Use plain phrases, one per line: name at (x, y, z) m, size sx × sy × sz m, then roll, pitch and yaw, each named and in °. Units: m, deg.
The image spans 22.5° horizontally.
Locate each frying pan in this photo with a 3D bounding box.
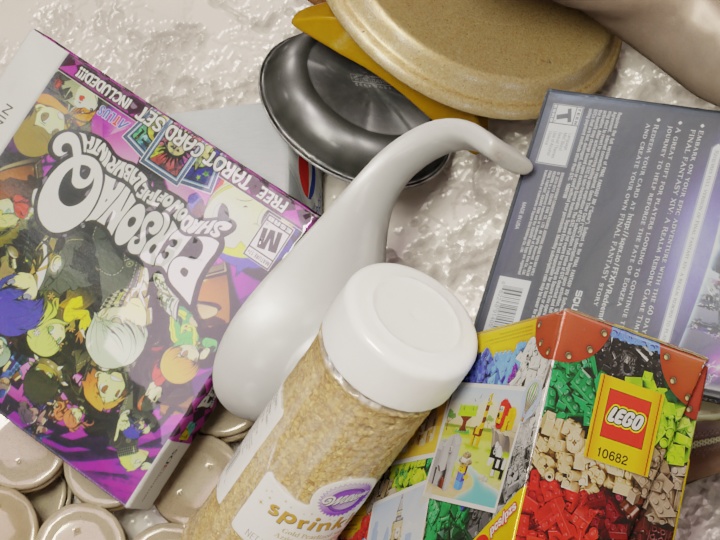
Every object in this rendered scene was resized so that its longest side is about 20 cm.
frying pan at (0.006, -0.119, 1.011) m, size 0.115 × 0.031 × 0.190 m, roll 22°, pitch 46°, yaw -10°

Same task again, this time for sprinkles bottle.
sprinkles bottle at (-0.019, 0.084, 0.865) m, size 0.068 × 0.068 × 0.200 m, roll 56°, pitch 133°, yaw 25°

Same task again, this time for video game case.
video game case at (0.163, -0.009, 0.870) m, size 0.200 × 0.019 × 0.143 m, roll 11°, pitch 74°, yaw 26°
video game case at (-0.144, -0.003, 0.963) m, size 0.200 × 0.036 × 0.181 m, roll 34°, pitch 91°, yaw 17°

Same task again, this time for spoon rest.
spoon rest at (0.000, 0.000, 0.927) m, size 0.200 × 0.099 × 0.061 m, roll -48°, pitch 51°, yaw 12°

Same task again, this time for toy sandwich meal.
toy sandwich meal at (0.046, -0.153, 0.988) m, size 0.205 × 0.070 × 0.205 m, roll 12°, pitch 56°, yaw -18°

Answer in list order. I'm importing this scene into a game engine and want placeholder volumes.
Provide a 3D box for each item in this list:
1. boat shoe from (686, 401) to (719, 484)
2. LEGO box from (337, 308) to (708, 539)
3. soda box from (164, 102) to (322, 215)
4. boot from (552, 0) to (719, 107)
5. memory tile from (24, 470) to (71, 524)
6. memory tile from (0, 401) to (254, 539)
boat shoe at (0.205, 0.081, 0.880) m, size 0.202 × 0.075 × 0.075 m, roll -11°, pitch 81°, yaw 20°
LEGO box at (0.064, 0.110, 0.836) m, size 0.077 × 0.200 × 0.149 m, roll 19°, pitch 74°, yaw -18°
soda box at (-0.123, -0.044, 1.020) m, size 0.200 × 0.063 × 0.068 m, roll -5°, pitch 71°, yaw 15°
boot at (0.111, -0.153, 0.914) m, size 0.200 × 0.146 × 0.070 m, roll 53°, pitch 125°, yaw 37°
memory tile at (-0.269, 0.141, 1.025) m, size 0.200 × 0.017 × 0.153 m, roll -43°, pitch 66°, yaw -1°
memory tile at (-0.158, 0.100, 0.983) m, size 0.200 × 0.017 × 0.154 m, roll 12°, pitch 73°, yaw 11°
